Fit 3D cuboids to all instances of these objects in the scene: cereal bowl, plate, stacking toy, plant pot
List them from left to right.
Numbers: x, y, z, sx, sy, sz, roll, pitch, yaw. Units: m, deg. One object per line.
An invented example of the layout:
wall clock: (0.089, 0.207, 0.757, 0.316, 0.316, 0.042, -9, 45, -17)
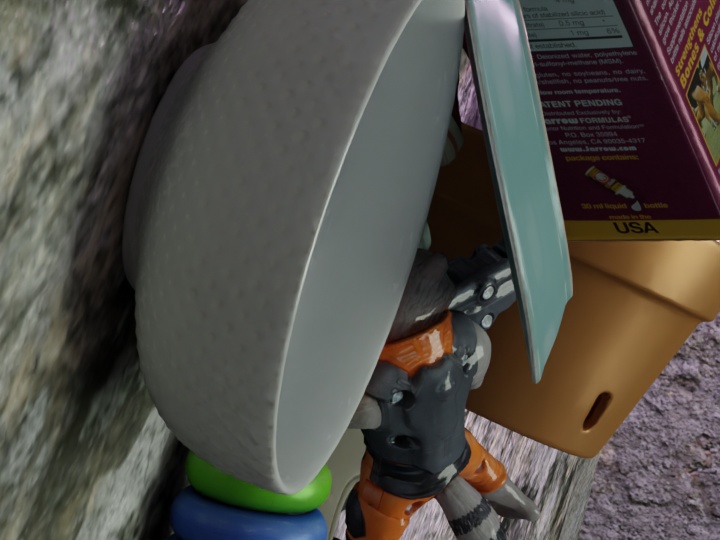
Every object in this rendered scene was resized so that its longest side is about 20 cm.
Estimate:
stacking toy: (-0.045, 0.082, 0.937, 0.085, 0.085, 0.202, -19, 119, -76)
cereal bowl: (-0.031, -0.025, 0.799, 0.200, 0.083, 0.202, 18, 90, -78)
plate: (0.065, -0.053, 0.918, 0.200, 0.025, 0.202, -11, 90, -88)
plant pot: (0.098, 0.014, 1.230, 0.141, 0.199, 0.200, -65, 169, 2)

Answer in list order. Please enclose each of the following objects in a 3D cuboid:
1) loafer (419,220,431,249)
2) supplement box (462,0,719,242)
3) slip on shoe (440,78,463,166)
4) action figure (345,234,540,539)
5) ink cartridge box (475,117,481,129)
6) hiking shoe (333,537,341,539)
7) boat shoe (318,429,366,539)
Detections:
loafer: (0.000, 0.000, 1.082, 0.063, 0.072, 0.200, -36, 157, -8)
supplement box: (0.123, -0.125, 1.050, 0.201, 0.102, 0.131, 60, 43, -39)
slip on shoe: (0.016, -0.101, 0.939, 0.061, 0.074, 0.200, -58, 160, -14)
action figure: (0.047, 0.061, 1.022, 0.199, 0.104, 0.195, -34, 128, -23)
ink cartridge box: (0.164, -0.084, 1.391, 0.041, 0.198, 0.201, 50, 54, -47)
hiking shoe: (-0.032, 0.182, 1.177, 0.200, 0.074, 0.087, 103, -1, -76)
boat shoe: (-0.034, 0.103, 1.091, 0.067, 0.057, 0.200, 62, 28, -22)
